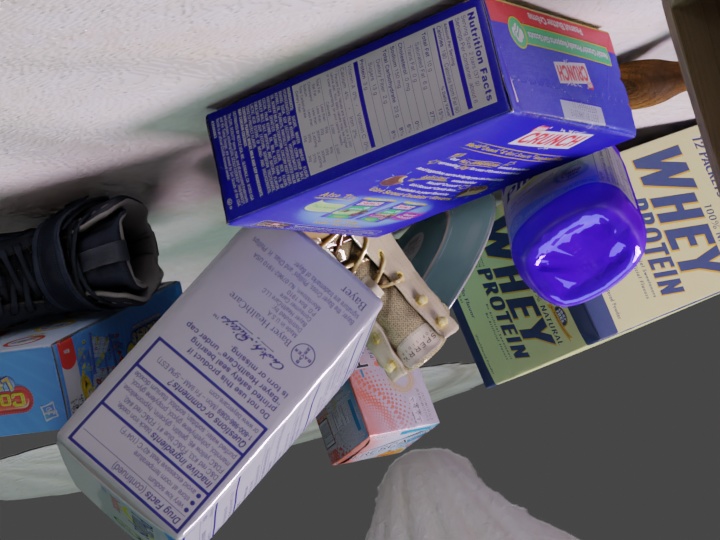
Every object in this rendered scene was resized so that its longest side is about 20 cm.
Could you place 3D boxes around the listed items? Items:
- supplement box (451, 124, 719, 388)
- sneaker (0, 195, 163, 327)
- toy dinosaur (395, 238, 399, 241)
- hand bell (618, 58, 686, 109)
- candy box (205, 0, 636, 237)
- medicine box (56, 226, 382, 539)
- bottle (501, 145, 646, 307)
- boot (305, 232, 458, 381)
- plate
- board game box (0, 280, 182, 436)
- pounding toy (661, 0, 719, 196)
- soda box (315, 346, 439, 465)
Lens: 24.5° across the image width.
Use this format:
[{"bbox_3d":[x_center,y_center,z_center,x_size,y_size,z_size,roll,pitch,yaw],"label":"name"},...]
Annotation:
[{"bbox_3d":[0.201,-0.012,1.389,0.200,0.134,0.200,-20,174,-26],"label":"supplement box"},{"bbox_3d":[-0.222,0.002,1.071,0.146,0.077,0.202,-8,-173,44],"label":"sneaker"},{"bbox_3d":[0.028,0.000,1.491,0.200,0.088,0.047,-22,129,30],"label":"toy dinosaur"},{"bbox_3d":[0.224,-0.128,1.061,0.200,0.104,0.104,-6,178,44],"label":"hand bell"},{"bbox_3d":[0.038,-0.086,0.991,0.200,0.077,0.169,-19,169,30],"label":"candy box"},{"bbox_3d":[-0.092,0.083,1.089,0.200,0.103,0.182,-48,174,-16],"label":"medicine box"},{"bbox_3d":[0.134,-0.053,1.082,0.083,0.065,0.200,-35,-158,17],"label":"bottle"},{"bbox_3d":[0.000,0.000,1.156,0.073,0.156,0.200,-36,172,0],"label":"boot"},{"bbox_3d":[0.040,0.010,1.359,0.026,0.200,0.200,34,153,-14],"label":"plate"},{"bbox_3d":[-0.247,0.065,1.149,0.200,0.056,0.196,-8,-171,20],"label":"board game box"},{"bbox_3d":[0.263,-0.095,0.875,0.142,0.200,0.184,-14,169,-3],"label":"pounding toy"},{"bbox_3d":[-0.012,0.044,1.274,0.068,0.200,0.064,-7,158,-34],"label":"soda box"}]
